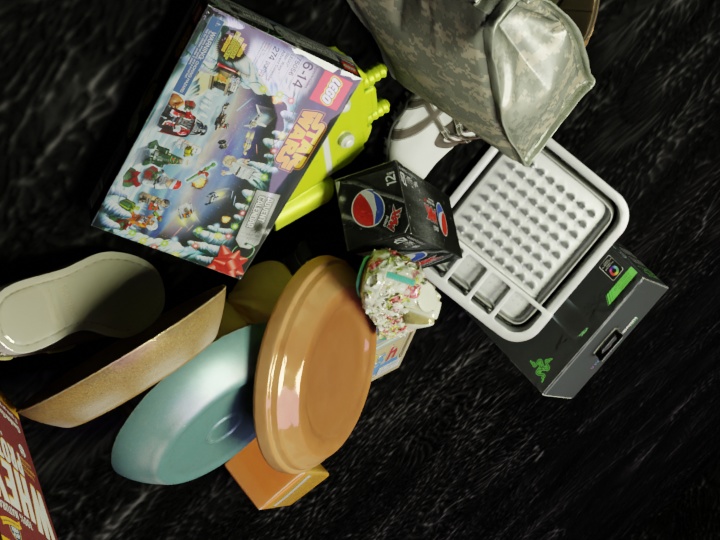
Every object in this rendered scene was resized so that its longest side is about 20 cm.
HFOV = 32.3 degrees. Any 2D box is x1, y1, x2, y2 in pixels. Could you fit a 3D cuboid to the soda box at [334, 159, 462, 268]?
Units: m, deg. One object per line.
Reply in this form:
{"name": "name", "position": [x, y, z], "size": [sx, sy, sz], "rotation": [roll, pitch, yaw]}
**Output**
{"name": "soda box", "position": [0.040, -0.046, 1.174], "size": [0.063, 0.072, 0.200], "rotation": [-14, 170, 16]}

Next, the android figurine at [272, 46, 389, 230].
{"name": "android figurine", "position": [-0.059, -0.112, 1.059], "size": [0.199, 0.041, 0.183], "rotation": [-31, 148, -17]}

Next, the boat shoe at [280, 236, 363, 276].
{"name": "boat shoe", "position": [0.000, 0.000, 1.244], "size": [0.199, 0.072, 0.068], "rotation": [-1, 132, -47]}

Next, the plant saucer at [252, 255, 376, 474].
{"name": "plant saucer", "position": [-0.033, 0.088, 1.133], "size": [0.200, 0.037, 0.203], "rotation": [-41, 137, -54]}

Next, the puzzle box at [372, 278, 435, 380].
{"name": "puzzle box", "position": [-0.007, 0.086, 1.372], "size": [0.199, 0.025, 0.134], "rotation": [-24, 146, -43]}

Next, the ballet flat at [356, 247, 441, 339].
{"name": "ballet flat", "position": [0.041, 0.029, 1.145], "size": [0.200, 0.063, 0.077], "rotation": [38, 66, -78]}

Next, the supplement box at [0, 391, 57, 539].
{"name": "supplement box", "position": [-0.344, 0.195, 0.916], "size": [0.198, 0.198, 0.133], "rotation": [-26, 149, -4]}

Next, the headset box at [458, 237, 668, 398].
{"name": "headset box", "position": [0.222, 0.023, 1.415], "size": [0.175, 0.200, 0.092], "rotation": [-50, 151, 16]}

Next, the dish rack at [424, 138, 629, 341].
{"name": "dish rack", "position": [0.170, -0.043, 1.340], "size": [0.201, 0.171, 0.044], "rotation": [-51, -173, 15]}

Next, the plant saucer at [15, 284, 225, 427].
{"name": "plant saucer", "position": [-0.189, 0.077, 1.033], "size": [0.199, 0.036, 0.200], "rotation": [-30, -174, 3]}

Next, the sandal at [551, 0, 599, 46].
{"name": "sandal", "position": [0.194, -0.229, 1.181], "size": [0.055, 0.081, 0.201], "rotation": [-48, 153, -24]}

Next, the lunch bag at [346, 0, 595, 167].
{"name": "lunch bag", "position": [0.082, -0.199, 0.980], "size": [0.118, 0.164, 0.200], "rotation": [-51, 153, -3]}

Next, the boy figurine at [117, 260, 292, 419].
{"name": "boy figurine", "position": [-0.138, 0.069, 1.159], "size": [0.199, 0.065, 0.124], "rotation": [-39, 179, 1]}

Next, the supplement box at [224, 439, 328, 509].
{"name": "supplement box", "position": [-0.089, 0.218, 1.371], "size": [0.069, 0.067, 0.200], "rotation": [-41, 168, 0]}

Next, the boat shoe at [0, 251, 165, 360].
{"name": "boat shoe", "position": [-0.238, 0.030, 1.003], "size": [0.059, 0.073, 0.199], "rotation": [-13, -177, 32]}

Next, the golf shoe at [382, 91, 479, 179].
{"name": "golf shoe", "position": [0.092, -0.145, 1.147], "size": [0.077, 0.095, 0.201], "rotation": [-7, 136, -48]}

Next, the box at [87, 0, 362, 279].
{"name": "box", "position": [-0.107, -0.100, 0.960], "size": [0.136, 0.040, 0.201], "rotation": [19, 116, -29]}

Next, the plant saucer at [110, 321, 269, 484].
{"name": "plant saucer", "position": [-0.130, 0.129, 1.114], "size": [0.199, 0.036, 0.201], "rotation": [-35, 158, -17]}
